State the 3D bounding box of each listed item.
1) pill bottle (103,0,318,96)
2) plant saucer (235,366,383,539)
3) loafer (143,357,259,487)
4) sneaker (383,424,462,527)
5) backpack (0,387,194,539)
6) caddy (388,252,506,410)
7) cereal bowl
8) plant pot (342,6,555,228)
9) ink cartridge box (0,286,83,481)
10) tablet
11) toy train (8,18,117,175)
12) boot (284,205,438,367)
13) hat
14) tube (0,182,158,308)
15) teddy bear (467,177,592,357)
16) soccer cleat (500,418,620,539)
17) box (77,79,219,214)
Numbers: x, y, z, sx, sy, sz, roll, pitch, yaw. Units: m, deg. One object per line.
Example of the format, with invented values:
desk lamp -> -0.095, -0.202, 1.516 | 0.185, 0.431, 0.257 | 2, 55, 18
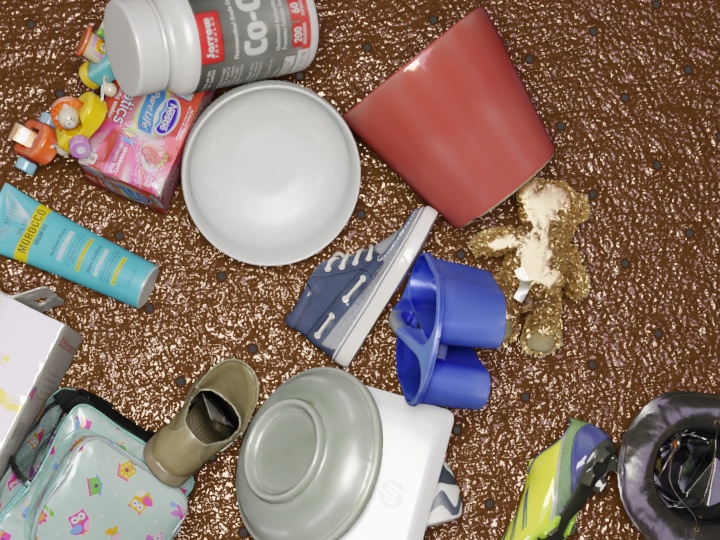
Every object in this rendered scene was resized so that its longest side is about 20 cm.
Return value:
pill bottle -> -0.153, -0.244, 1.240 | 0.198, 0.114, 0.115 | -17, 82, -28
plant saucer -> -0.067, 0.191, 1.251 | 0.050, 0.198, 0.203 | 30, 75, -45
loafer -> -0.149, 0.150, 1.252 | 0.067, 0.200, 0.076 | -36, 101, 31
sneaker -> 0.004, 0.223, 1.305 | 0.196, 0.080, 0.131 | -12, 75, 0
backpack -> -0.282, 0.249, 1.226 | 0.175, 0.153, 0.201 | 39, 87, -27
caddy -> 0.080, 0.064, 1.278 | 0.103, 0.200, 0.143 | 11, 105, -8
cereal bowl -> -0.100, -0.112, 1.327 | 0.197, 0.083, 0.203 | -4, 111, -10
plant pot -> 0.109, -0.159, 1.328 | 0.200, 0.200, 0.178 | -39, 94, -10
ink cartridge box -> -0.384, 0.103, 1.259 | 0.124, 0.129, 0.202 | 25, 78, -1
tablet -> 0.013, 0.226, 1.256 | 0.128, 0.014, 0.203 | 15, 77, 5
toy train -> -0.314, -0.194, 1.295 | 0.055, 0.150, 0.202 | 30, 88, -38
boot -> 0.000, 0.000, 1.327 | 0.090, 0.073, 0.201 | 33, 94, 4
hat -> 0.373, 0.230, 1.336 | 0.197, 0.081, 0.204 | 1, 76, -2
tube -> -0.320, -0.022, 1.331 | 0.198, 0.050, 0.078 | 24, 72, 4
teddy bear -> 0.195, -0.002, 1.372 | 0.143, 0.067, 0.203 | -4, 87, 3
soccer cleat -> 0.203, 0.254, 1.333 | 0.201, 0.065, 0.084 | -52, 46, -1
box -> -0.224, -0.177, 1.337 | 0.098, 0.096, 0.202 | 21, 79, 0
